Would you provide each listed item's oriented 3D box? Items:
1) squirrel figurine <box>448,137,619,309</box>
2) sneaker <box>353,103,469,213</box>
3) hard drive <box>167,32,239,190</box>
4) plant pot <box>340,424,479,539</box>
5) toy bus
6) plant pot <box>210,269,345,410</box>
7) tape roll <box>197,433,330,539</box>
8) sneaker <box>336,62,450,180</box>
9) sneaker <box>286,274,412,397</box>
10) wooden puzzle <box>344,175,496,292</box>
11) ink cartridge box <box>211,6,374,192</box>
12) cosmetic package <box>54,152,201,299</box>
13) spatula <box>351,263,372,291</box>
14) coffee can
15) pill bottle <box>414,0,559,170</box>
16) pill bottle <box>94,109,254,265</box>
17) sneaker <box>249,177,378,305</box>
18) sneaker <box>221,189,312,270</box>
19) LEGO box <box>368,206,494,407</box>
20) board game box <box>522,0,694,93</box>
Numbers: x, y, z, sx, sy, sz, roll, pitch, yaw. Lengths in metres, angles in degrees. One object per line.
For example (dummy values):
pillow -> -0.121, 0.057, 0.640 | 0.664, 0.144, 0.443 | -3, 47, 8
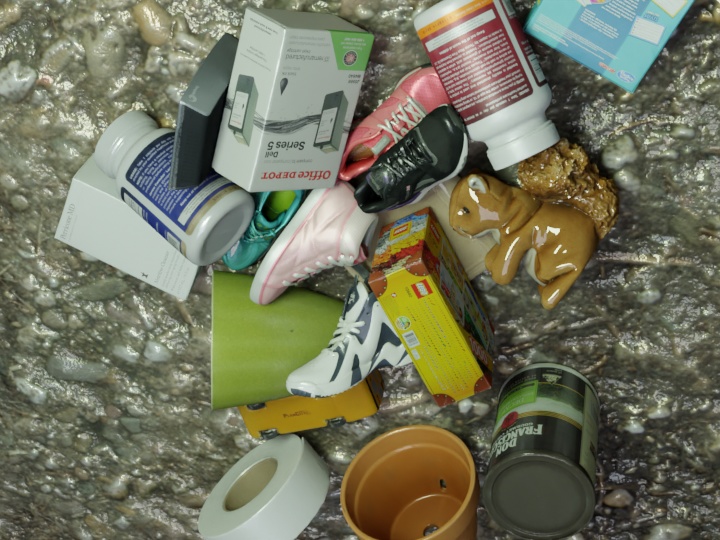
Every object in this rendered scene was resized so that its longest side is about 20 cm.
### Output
squirrel figurine -> 0.213, -0.078, 1.579 | 0.186, 0.142, 0.201 | 37, 106, 3
sneaker -> 0.057, -0.120, 1.515 | 0.076, 0.087, 0.200 | 58, 148, 12
hard drive -> -0.182, -0.192, 1.541 | 0.042, 0.201, 0.136 | 15, 124, 2
plant pot -> 0.085, 0.343, 1.823 | 0.198, 0.201, 0.141 | -8, 136, 17
toy bus -> -0.072, 0.182, 1.816 | 0.198, 0.079, 0.066 | -12, 118, 20
plant pot -> -0.103, 0.094, 1.728 | 0.198, 0.188, 0.189 | 0, 122, -6
tape roll -> -0.140, 0.334, 1.853 | 0.202, 0.203, 0.071 | -31, 110, 27
sneaker -> 0.043, -0.173, 1.568 | 0.074, 0.087, 0.200 | 44, 120, -16
sneaker -> -0.016, 0.076, 1.637 | 0.197, 0.079, 0.131 | -18, 103, -15
wooden puzzle -> 0.072, -0.046, 1.674 | 0.199, 0.037, 0.185 | -37, 106, 24
ink cartridge box -> -0.082, -0.201, 1.517 | 0.084, 0.145, 0.202 | 33, 118, 39
cosmetic package -> -0.300, -0.060, 1.721 | 0.198, 0.081, 0.113 | 23, 125, -3
spatula -> 0.000, 0.000, 1.676 | 0.056, 0.021, 0.200 | -39, 107, 13
coffee can -> 0.246, 0.241, 1.705 | 0.145, 0.201, 0.148 | 6, 122, 9
pill bottle -> 0.151, -0.224, 1.469 | 0.112, 0.113, 0.202 | -23, 96, 25
pill bottle -> -0.241, -0.109, 1.627 | 0.200, 0.115, 0.116 | 41, 125, 16
sneaker -> -0.053, -0.018, 1.621 | 0.104, 0.075, 0.201 | 37, 99, 7
sneaker -> -0.131, -0.071, 1.675 | 0.077, 0.080, 0.200 | 34, 123, -9
LEGO box -> 0.094, 0.046, 1.612 | 0.077, 0.149, 0.201 | -22, 113, 18
board game box -> 0.299, -0.325, 1.440 | 0.150, 0.047, 0.201 | 28, 123, -4
